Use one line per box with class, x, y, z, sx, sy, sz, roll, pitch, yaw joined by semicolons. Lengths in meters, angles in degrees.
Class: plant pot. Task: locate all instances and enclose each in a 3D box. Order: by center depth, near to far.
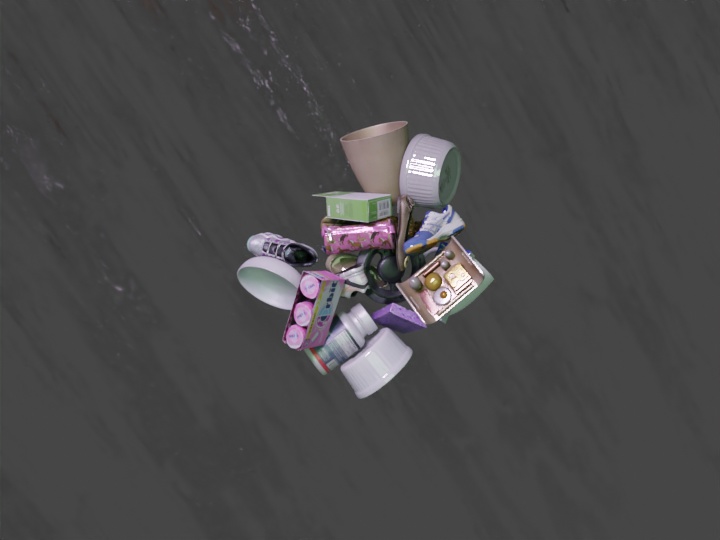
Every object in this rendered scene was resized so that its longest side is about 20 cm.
plant pot;0.058;-0.280;1.538;0.186;0.187;0.202;-17;111;-8

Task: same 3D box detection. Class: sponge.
sponge;0.105;0.136;1.563;0.111;0.200;0.030;23;75;-9

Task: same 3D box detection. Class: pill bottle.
pill bottle;-0.057;0.185;1.578;0.199;0.120;0.120;-37;100;-5

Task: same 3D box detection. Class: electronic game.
electronic game;0.084;-0.006;1.558;0.198;0.042;0.202;-2;100;-10

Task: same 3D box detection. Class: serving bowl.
serving bowl;-0.225;0.024;1.514;0.199;0.200;0.066;30;59;-11

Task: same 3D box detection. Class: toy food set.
toy food set;0.205;0.025;1.467;0.200;0.060;0.144;-41;61;10

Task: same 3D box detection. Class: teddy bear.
teddy bear;0.111;-0.107;1.581;0.199;0.067;0.146;27;92;-27

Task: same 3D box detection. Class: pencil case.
pencil case;-0.003;-0.089;1.487;0.198;0.087;0.084;-4;110;12

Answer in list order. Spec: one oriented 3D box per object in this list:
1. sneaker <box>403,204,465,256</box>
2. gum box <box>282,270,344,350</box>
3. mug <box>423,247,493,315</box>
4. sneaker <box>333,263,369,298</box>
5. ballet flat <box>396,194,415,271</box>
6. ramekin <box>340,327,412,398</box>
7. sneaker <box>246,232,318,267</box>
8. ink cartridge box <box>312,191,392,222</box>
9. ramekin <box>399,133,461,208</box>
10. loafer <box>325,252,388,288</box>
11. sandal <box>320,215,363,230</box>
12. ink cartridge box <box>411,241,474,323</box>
sneaker;0.180;-0.106;1.492;0.199;0.075;0.089;-26;80;-28
gum box;-0.122;0.105;1.461;0.066;0.113;0.202;23;101;26
mug;0.248;0.020;1.615;0.175;0.148;0.200;-46;70;5
sneaker;-0.060;0.048;1.542;0.074;0.199;0.081;-35;102;-49
ballet flat;0.119;-0.098;1.493;0.046;0.067;0.202;2;95;9
ramekin;0.039;0.249;1.564;0.200;0.200;0.098;-40;93;-4
sneaker;-0.205;-0.055;1.519;0.198;0.140;0.079;10;92;-11
ink cartridge box;-0.024;-0.172;1.507;0.103;0.199;0.060;-19;113;-47
ramekin;0.195;-0.261;1.530;0.104;0.200;0.202;15;93;26
loafer;0.000;0.000;1.596;0.198;0.068;0.076;15;92;-11
sandal;-0.021;-0.117;1.586;0.198;0.054;0.081;10;101;-21
ink cartridge box;0.222;0.030;1.518;0.093;0.044;0.202;22;85;31
